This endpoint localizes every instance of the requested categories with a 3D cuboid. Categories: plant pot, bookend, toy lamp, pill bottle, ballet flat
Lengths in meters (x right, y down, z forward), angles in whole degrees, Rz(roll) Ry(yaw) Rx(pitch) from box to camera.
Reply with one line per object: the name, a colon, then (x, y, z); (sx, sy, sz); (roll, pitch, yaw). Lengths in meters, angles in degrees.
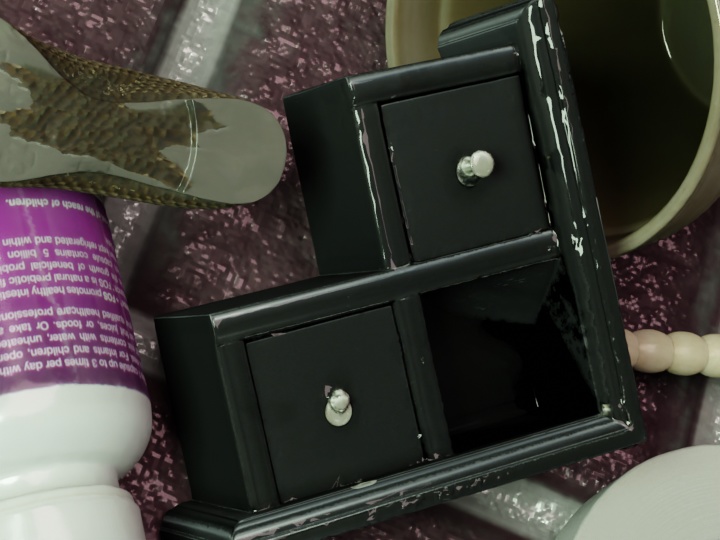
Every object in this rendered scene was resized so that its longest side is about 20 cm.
plant pot: (0.140, -0.114, 0.959); (0.173, 0.200, 0.201); (-15, 72, -44)
bookend: (0.000, 0.000, 0.855); (0.198, 0.092, 0.201); (-13, 93, -24)
toy lamp: (0.185, 0.043, 0.965); (0.199, 0.058, 0.058); (2, 67, -19)
pill bottle: (-0.147, 0.033, 0.810); (0.112, 0.112, 0.201); (-7, 70, -23)
ballet flat: (-0.121, -0.062, 0.780); (0.199, 0.046, 0.068); (10, 90, -33)

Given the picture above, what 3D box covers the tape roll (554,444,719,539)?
tape roll: (0.172, 0.179, 0.911); (0.202, 0.037, 0.204); (8, 65, -18)
